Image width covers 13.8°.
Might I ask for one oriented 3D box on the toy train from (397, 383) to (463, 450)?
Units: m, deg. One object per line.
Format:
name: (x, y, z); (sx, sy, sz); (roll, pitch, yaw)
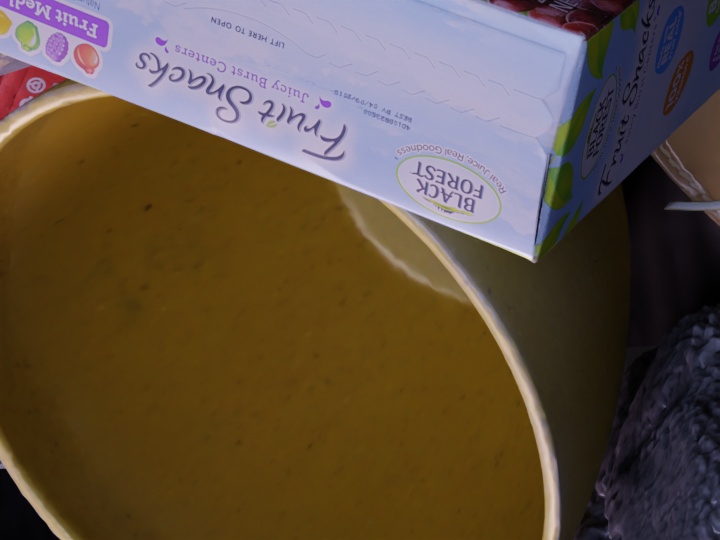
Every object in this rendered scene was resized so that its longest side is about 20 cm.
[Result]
toy train: (-0.019, 0.097, 0.988); (0.034, 0.046, 0.200); (47, 125, 2)

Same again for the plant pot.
plant pot: (0.000, 0.000, 0.865); (0.199, 0.142, 0.201); (19, 131, 23)

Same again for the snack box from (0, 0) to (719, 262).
snack box: (0.017, -0.093, 0.788); (0.168, 0.200, 0.068); (22, 121, 19)

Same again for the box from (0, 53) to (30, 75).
box: (-0.196, -0.120, 0.828); (0.161, 0.049, 0.200); (-18, 132, 1)

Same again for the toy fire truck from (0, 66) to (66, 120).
toy fire truck: (-0.165, -0.050, 0.955); (0.141, 0.049, 0.200); (13, 127, -22)

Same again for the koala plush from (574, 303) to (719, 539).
koala plush: (0.156, 0.116, 0.853); (0.199, 0.184, 0.178); (22, 123, -6)

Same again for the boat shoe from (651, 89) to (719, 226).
boat shoe: (0.158, -0.006, 0.832); (0.200, 0.063, 0.073); (30, 124, 15)

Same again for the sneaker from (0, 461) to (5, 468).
sneaker: (-0.135, 0.044, 1.009); (0.199, 0.078, 0.076); (1, 113, 29)
